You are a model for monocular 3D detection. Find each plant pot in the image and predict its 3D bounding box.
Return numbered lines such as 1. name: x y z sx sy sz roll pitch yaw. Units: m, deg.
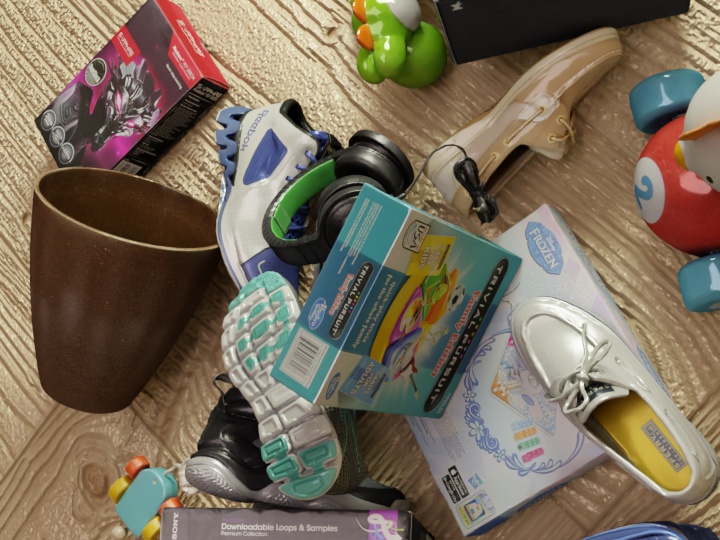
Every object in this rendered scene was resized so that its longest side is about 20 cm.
1. plant pot: -0.242 0.029 1.095 0.187 0.187 0.201 31 111 30

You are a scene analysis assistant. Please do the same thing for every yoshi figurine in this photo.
1. yoshi figurine: 0.042 -0.248 1.032 0.111 0.112 0.201 13 70 -9

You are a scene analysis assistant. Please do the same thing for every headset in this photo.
1. headset: 0.012 -0.054 0.957 0.199 0.094 0.124 -15 37 31

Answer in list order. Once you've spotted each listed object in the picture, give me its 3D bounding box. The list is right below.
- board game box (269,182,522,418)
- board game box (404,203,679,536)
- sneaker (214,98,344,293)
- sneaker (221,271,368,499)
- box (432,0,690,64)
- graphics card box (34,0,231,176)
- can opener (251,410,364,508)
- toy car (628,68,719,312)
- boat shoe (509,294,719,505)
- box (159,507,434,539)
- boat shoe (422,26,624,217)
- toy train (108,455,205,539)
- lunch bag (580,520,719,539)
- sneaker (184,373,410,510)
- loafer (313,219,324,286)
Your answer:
1. board game box: 0.035 0.032 0.861 0.047 0.200 0.151 30 97 31
2. board game box: 0.127 0.083 0.941 0.199 0.043 0.201 -36 66 21
3. sneaker: -0.070 -0.077 1.057 0.115 0.080 0.200 -17 72 29
4. sneaker: -0.049 0.095 0.908 0.077 0.091 0.201 -28 59 18
5. box: 0.148 -0.295 0.915 0.199 0.123 0.199 -11 71 11
6. graphics card box: -0.242 -0.173 1.189 0.200 0.051 0.126 -41 65 19
7. can opener: -0.039 0.152 1.018 0.067 0.053 0.201 19 93 31
8. toy car: 0.263 -0.086 0.801 0.176 0.200 0.185 -19 73 26
9. boat shoe: 0.175 0.092 0.837 0.075 0.086 0.202 -45 64 14
10. box: -0.047 0.220 0.926 0.199 0.143 0.036 0 70 11
11. boat shoe: 0.146 -0.119 0.952 0.200 0.074 0.069 -40 73 23
12. toy train: -0.176 0.275 1.078 0.150 0.056 0.201 0 85 28
13. lunch bag: 0.205 0.285 0.812 0.135 0.132 0.201 -22 71 25
14. sneaker: -0.042 0.148 0.962 0.075 0.199 0.114 149 135 -64
15. loafer: 0.000 0.000 0.983 0.063 0.072 0.201 -23 47 22
